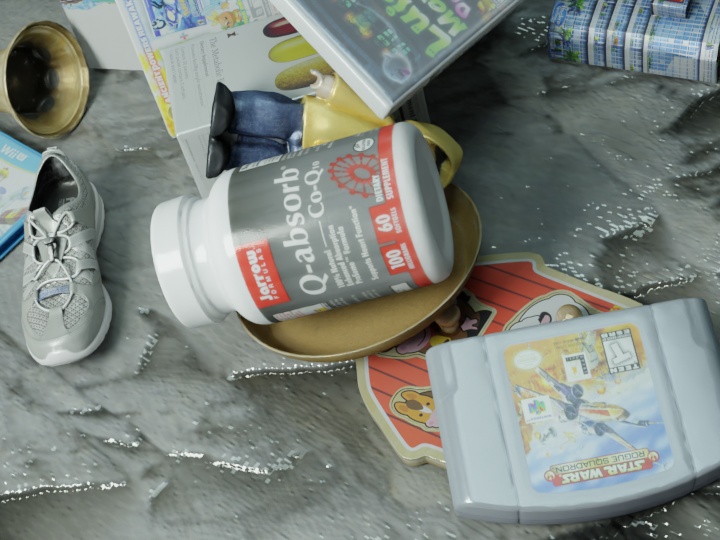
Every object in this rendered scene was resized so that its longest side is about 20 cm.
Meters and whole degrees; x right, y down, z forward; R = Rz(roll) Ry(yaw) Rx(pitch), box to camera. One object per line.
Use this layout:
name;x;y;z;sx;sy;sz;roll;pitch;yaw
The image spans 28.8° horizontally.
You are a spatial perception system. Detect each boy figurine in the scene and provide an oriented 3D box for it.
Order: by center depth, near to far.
boy figurine;-0.020;-0.088;1.072;0.197;0.126;0.065;9;20;-8

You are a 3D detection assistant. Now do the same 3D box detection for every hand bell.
hand bell;-0.359;-0.174;1.307;0.198;0.105;0.105;3;51;34

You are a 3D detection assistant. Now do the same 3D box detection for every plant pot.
plant pot;0.000;0.000;1.065;0.198;0.028;0.201;-14;39;12

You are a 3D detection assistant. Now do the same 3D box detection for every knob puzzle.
knob puzzle;0.080;0.055;1.016;0.217;0.031;0.222;-8;50;10

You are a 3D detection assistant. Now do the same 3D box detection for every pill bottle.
pill bottle;-0.041;-0.027;1.003;0.198;0.116;0.117;-15;48;13

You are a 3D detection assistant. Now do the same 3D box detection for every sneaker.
sneaker;-0.248;-0.012;1.126;0.074;0.082;0.202;-15;49;3

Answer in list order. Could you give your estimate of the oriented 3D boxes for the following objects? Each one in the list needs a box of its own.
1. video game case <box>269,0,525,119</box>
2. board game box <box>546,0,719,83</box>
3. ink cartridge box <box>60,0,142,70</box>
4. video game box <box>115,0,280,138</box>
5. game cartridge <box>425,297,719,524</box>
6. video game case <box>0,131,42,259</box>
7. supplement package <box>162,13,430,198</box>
video game case;0.011;-0.240;1.079;0.200;0.023;0.182;47;64;4
board game box;0.282;-0.256;1.196;0.198;0.062;0.201;11;55;24
ink cartridge box;-0.193;-0.304;1.273;0.144;0.201;0.148;4;52;16
video game box;-0.108;-0.224;1.186;0.180;0.201;0.047;-18;44;-1
game cartridge;0.151;0.097;0.936;0.197;0.042;0.135;-11;59;1
video game case;-0.362;-0.040;1.224;0.142;0.018;0.200;27;62;32
supplement package;-0.049;-0.138;1.157;0.198;0.110;0.115;-17;49;1
